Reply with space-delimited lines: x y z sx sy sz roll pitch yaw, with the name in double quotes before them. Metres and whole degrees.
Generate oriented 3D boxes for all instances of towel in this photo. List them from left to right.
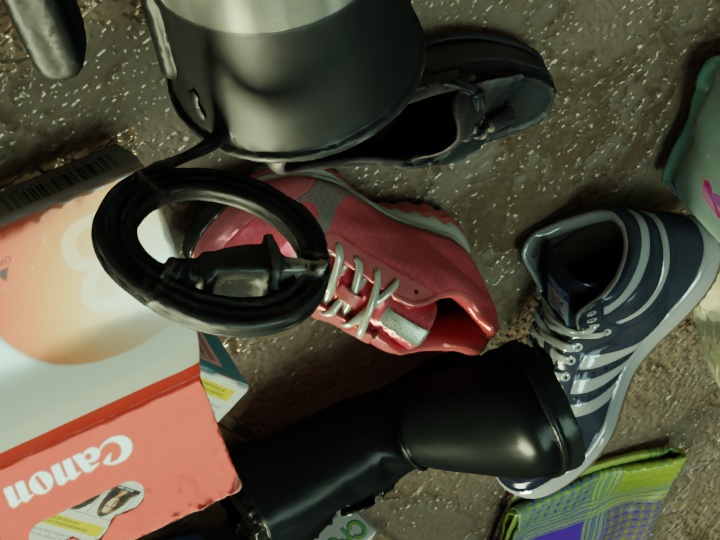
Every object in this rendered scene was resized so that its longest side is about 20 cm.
"towel" 0.141 0.201 1.604 0.144 0.023 0.200 -13 139 -26

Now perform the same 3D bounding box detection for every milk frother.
"milk frother" -0.051 -0.106 0.950 0.180 0.200 0.188 -24 143 -8

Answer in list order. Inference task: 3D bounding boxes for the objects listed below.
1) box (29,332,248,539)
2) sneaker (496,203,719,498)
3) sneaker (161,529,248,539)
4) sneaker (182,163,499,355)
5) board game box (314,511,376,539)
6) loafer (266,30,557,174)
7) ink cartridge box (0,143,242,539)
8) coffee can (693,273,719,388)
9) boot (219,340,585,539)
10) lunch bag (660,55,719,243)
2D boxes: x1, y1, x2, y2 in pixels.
"box" -0.156 0.103 1.229 0.200 0.049 0.082 -46 142 15
"sneaker" 0.117 0.044 1.362 0.108 0.070 0.200 13 116 -52
"sneaker" -0.140 0.213 1.346 0.200 0.078 0.066 -19 140 -23
"sneaker" 0.000 0.000 1.205 0.200 0.087 0.074 10 124 -45
"board game box" -0.084 0.220 1.357 0.200 0.035 0.126 -37 165 -33
"loafer" 0.020 -0.072 1.158 0.200 0.063 0.072 -5 135 -35
"ink cartridge box" -0.150 0.061 1.119 0.162 0.050 0.200 -24 113 -14
"coffee can" 0.322 0.011 1.428 0.200 0.146 0.146 -20 142 -18
"boot" 0.014 0.104 1.276 0.168 0.200 0.076 -26 99 -16
"lunch bag" 0.300 -0.055 1.312 0.200 0.170 0.122 -17 144 -25
